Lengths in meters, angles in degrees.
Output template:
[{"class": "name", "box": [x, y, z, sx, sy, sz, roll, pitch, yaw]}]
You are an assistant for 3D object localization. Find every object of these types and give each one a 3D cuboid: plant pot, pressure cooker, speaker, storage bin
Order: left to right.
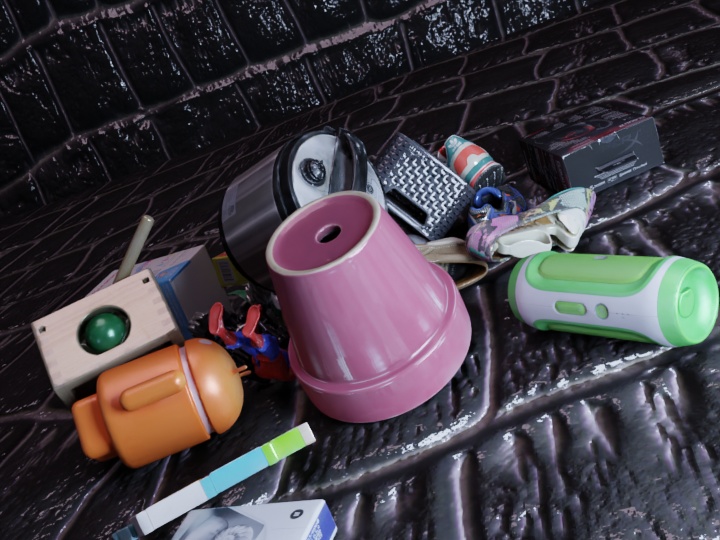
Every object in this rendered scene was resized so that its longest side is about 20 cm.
[{"class": "pressure cooker", "box": [-0.063, -0.075, 1.087, 0.199, 0.177, 0.178, -26, 1, 43]}, {"class": "plant pot", "box": [-0.005, 0.026, 0.902, 0.198, 0.180, 0.201, -19, 36, 14]}, {"class": "storage bin", "box": [0.073, -0.115, 1.237, 0.094, 0.135, 0.200, -53, 4, 1]}, {"class": "speaker", "box": [0.242, 0.025, 0.851, 0.088, 0.089, 0.199, -34, 22, -31]}]

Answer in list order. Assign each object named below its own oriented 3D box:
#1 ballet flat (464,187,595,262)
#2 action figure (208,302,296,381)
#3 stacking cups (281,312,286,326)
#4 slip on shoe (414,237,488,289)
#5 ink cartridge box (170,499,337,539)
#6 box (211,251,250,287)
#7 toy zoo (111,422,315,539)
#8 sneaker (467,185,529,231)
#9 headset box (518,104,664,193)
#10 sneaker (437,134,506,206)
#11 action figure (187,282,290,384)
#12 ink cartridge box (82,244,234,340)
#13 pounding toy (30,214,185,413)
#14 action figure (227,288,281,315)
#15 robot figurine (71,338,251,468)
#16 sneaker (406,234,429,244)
[{"class": "ballet flat", "box": [0.228, -0.048, 1.085, 0.198, 0.070, 0.071, -17, 37, -19]}, {"class": "action figure", "box": [-0.104, 0.064, 0.982, 0.064, 0.200, 0.100, 6, 66, 15]}, {"class": "stacking cups", "box": [-0.030, 0.070, 1.080, 0.060, 0.061, 0.199, -30, 24, -23]}, {"class": "slip on shoe", "box": [0.072, 0.008, 1.078, 0.198, 0.077, 0.060, -11, 31, -33]}, {"class": "ink cartridge box", "box": [-0.139, 0.267, 0.689, 0.198, 0.041, 0.200, -14, 21, 23]}, {"class": "box", "box": [-0.133, -0.036, 1.324, 0.075, 0.051, 0.200, -5, 21, 38]}, {"class": "toy zoo", "box": [-0.140, 0.201, 0.813, 0.198, 0.021, 0.131, -27, -7, -14]}, {"class": "sneaker", "box": [0.191, -0.085, 1.207, 0.074, 0.079, 0.200, -14, 19, 19]}, {"class": "headset box", "box": [0.345, -0.178, 1.294, 0.147, 0.076, 0.200, -24, 19, -4]}, {"class": "sneaker", "box": [0.163, -0.154, 1.295, 0.070, 0.094, 0.200, -43, -10, 3]}, {"class": "action figure", "box": [-0.155, 0.074, 1.135, 0.118, 0.103, 0.200, -37, 24, -14]}, {"class": "ink cartridge box", "box": [-0.317, 0.064, 1.300, 0.198, 0.126, 0.129, -14, 20, 20]}, {"class": "pounding toy", "box": [-0.293, 0.074, 1.066, 0.183, 0.201, 0.143, -26, 59, -12]}, {"class": "action figure", "box": [-0.117, 0.027, 1.298, 0.117, 0.055, 0.199, -26, 23, -21]}, {"class": "robot figurine", "box": [-0.219, 0.148, 0.979, 0.198, 0.145, 0.117, -21, 37, -7]}, {"class": "sneaker", "box": [0.000, 0.000, 1.196, 0.198, 0.076, 0.115, 0, 26, 41]}]
